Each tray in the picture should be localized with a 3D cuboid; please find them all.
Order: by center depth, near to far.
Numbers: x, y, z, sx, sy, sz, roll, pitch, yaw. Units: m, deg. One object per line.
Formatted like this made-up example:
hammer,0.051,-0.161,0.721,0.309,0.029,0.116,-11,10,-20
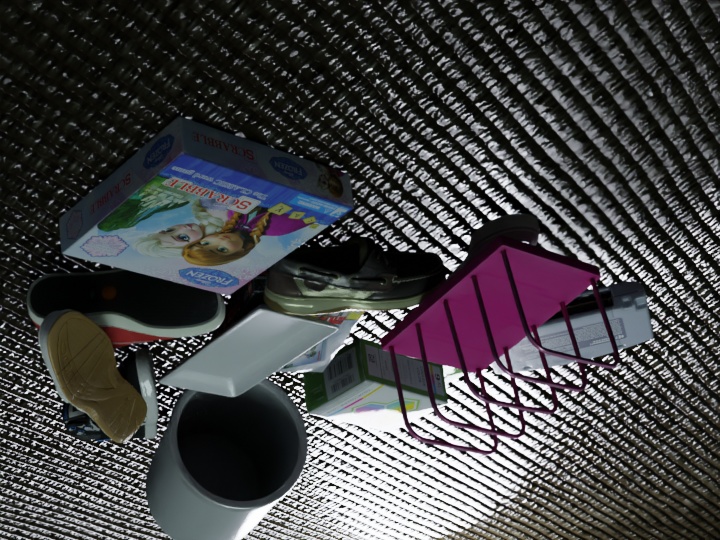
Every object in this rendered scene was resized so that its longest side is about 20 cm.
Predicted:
tray,-0.123,0.084,1.572,0.107,0.022,0.199,14,146,-37

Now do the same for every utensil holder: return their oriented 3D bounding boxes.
utensil holder,-0.171,0.237,1.784,0.168,0.172,0.200,2,154,-20

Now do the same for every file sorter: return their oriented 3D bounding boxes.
file sorter,0.141,0.085,1.476,0.138,0.126,0.200,15,138,-35

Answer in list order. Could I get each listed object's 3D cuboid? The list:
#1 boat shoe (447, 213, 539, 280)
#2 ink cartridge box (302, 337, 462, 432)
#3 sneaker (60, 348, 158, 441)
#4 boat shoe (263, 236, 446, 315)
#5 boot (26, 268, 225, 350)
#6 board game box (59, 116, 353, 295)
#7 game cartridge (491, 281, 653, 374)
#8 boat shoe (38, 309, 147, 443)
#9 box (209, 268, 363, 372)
boat shoe,0.135,0.012,1.544,0.071,0.069,0.200,5,149,-25
ink cartridge box,0.037,0.147,1.787,0.199,0.060,0.103,19,142,-42
sneaker,-0.290,0.153,1.684,0.111,0.074,0.200,-5,154,-10
boat shoe,-0.001,0.000,1.480,0.199,0.072,0.067,-7,122,-22
boot,-0.237,0.056,1.522,0.197,0.073,0.145,1,153,-1
board game box,-0.144,-0.053,1.363,0.199,0.042,0.199,15,145,-39
game cartridge,0.244,0.071,1.732,0.198,0.041,0.133,-13,149,9
boat shoe,-0.282,0.101,1.468,0.069,0.071,0.201,27,154,31
box,-0.078,0.053,1.594,0.135,0.038,0.200,2,151,-20
